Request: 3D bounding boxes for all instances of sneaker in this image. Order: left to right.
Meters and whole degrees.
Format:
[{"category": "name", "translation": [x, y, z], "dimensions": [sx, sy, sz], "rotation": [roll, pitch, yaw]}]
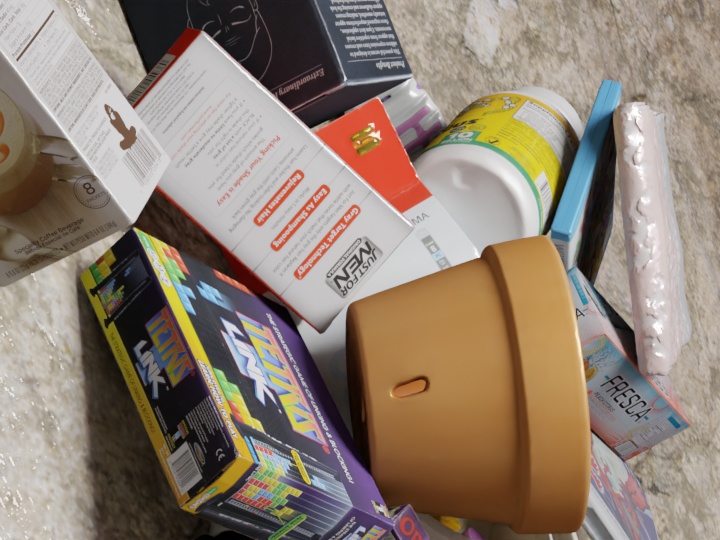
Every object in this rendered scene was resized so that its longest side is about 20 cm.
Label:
[{"category": "sneaker", "translation": [0.012, -0.144, 1.892], "dimensions": [0.201, 0.080, 0.089], "rotation": [59, 11, -20]}]

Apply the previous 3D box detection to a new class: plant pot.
[{"category": "plant pot", "translation": [0.066, 0.082, 1.593], "dimensions": [0.200, 0.139, 0.201], "rotation": [175, -90, -84]}]

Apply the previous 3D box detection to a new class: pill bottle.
[{"category": "pill bottle", "translation": [0.106, -0.072, 1.810], "dimensions": [0.113, 0.112, 0.200], "rotation": [60, 29, -10]}]

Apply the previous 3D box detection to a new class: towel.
[{"category": "towel", "translation": [0.224, -0.027, 1.817], "dimensions": [0.191, 0.032, 0.201], "rotation": [-16, 99, -78]}]

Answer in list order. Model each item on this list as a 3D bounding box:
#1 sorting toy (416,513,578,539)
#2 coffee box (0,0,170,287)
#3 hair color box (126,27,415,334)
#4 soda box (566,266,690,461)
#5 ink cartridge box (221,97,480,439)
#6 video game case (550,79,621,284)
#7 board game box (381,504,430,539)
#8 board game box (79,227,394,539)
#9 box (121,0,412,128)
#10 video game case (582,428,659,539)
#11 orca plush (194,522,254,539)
[{"category": "sorting toy", "translation": [0.065, 0.164, 1.729], "dimensions": [0.180, 0.107, 0.200], "rotation": [34, 22, -23]}, {"category": "coffee box", "translation": [-0.222, -0.103, 1.421], "dimensions": [0.200, 0.114, 0.080], "rotation": [53, 32, -20]}, {"category": "hair color box", "translation": [-0.071, -0.061, 1.604], "dimensions": [0.200, 0.102, 0.061], "rotation": [43, -4, -15]}, {"category": "soda box", "translation": [0.185, 0.074, 1.818], "dimensions": [0.200, 0.063, 0.069], "rotation": [43, 21, -55]}, {"category": "ink cartridge box", "translation": [0.000, 0.000, 1.685], "dimensions": [0.201, 0.160, 0.047], "rotation": [63, -16, -10]}, {"category": "video game case", "translation": [0.173, -0.033, 1.840], "dimensions": [0.200, 0.018, 0.144], "rotation": [84, 25, -58]}, {"category": "board game box", "translation": [0.036, 0.253, 1.586], "dimensions": [0.032, 0.120, 0.201], "rotation": [-40, 105, -44]}, {"category": "board game box", "translation": [-0.079, 0.083, 1.517], "dimensions": [0.165, 0.057, 0.200], "rotation": [28, 27, -48]}, {"category": "box", "translation": [-0.078, -0.197, 1.694], "dimensions": [0.107, 0.148, 0.201], "rotation": [-13, 81, -61]}, {"category": "video game case", "translation": [0.180, 0.160, 1.800], "dimensions": [0.183, 0.023, 0.200], "rotation": [55, 12, -23]}, {"category": "orca plush", "translation": [-0.056, 0.211, 1.510], "dimensions": [0.105, 0.071, 0.200], "rotation": [47, 34, -31]}]
